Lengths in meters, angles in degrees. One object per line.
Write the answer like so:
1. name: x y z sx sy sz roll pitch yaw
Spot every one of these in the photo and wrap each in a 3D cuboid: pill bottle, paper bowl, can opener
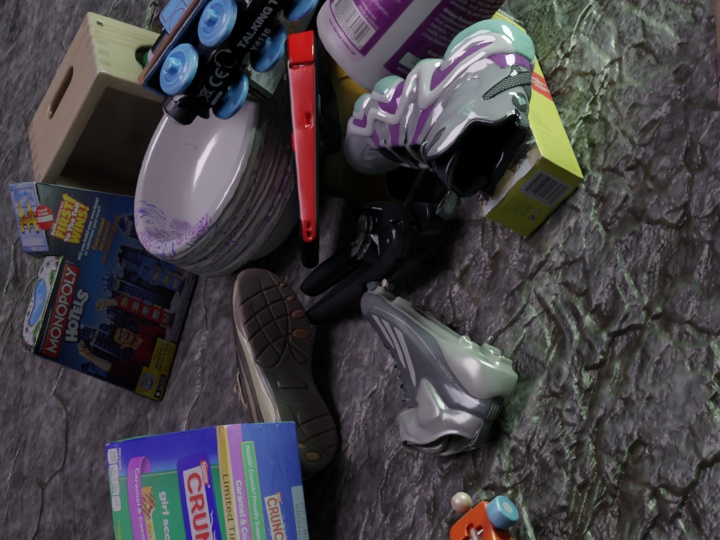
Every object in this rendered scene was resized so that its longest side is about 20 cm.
1. pill bottle: 0.063 -0.239 1.598 0.200 0.112 0.113 -47 37 27
2. paper bowl: -0.117 -0.090 1.873 0.200 0.104 0.202 -35 44 41
3. can opener: 0.000 0.000 1.681 0.200 0.078 0.064 -41 42 50

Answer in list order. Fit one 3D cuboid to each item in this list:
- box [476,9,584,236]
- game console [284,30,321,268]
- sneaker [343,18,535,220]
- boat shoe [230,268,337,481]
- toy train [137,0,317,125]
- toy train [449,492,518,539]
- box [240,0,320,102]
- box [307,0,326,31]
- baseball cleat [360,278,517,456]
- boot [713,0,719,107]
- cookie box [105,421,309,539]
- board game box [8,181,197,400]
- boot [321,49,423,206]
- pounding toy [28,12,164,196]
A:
1. box: 0.115 -0.124 1.599 0.075 0.050 0.201 -47 36 27
2. game console: -0.043 -0.099 1.688 0.200 0.031 0.179 98 167 -84
3. sneaker: 0.056 -0.092 1.546 0.200 0.077 0.141 -37 42 42
4. boat shoe: -0.081 0.093 1.712 0.073 0.074 0.201 -46 47 41
5. toy train: -0.112 -0.219 1.701 0.200 0.086 0.115 -52 41 18
6. toy train: 0.061 0.263 1.434 0.200 0.055 0.151 -47 35 23
7. box: -0.099 -0.253 1.827 0.158 0.048 0.201 8 70 53
8. box: -0.025 -0.315 1.905 0.199 0.078 0.142 -13 63 53
9. baseball cleat: 0.043 0.079 1.559 0.200 0.069 0.107 31 96 59
10. boot: 0.269 -0.179 1.389 0.199 0.070 0.148 -9 65 54
11. cookie box: -0.127 0.218 1.668 0.199 0.075 0.173 -14 81 52
12. board game box: -0.259 0.000 1.937 0.061 0.199 0.202 -3 67 54
13. boot: 0.024 -0.153 1.729 0.144 0.070 0.203 1 82 62
14. pounding toy: -0.211 -0.175 2.019 0.201 0.183 0.143 -57 33 31
